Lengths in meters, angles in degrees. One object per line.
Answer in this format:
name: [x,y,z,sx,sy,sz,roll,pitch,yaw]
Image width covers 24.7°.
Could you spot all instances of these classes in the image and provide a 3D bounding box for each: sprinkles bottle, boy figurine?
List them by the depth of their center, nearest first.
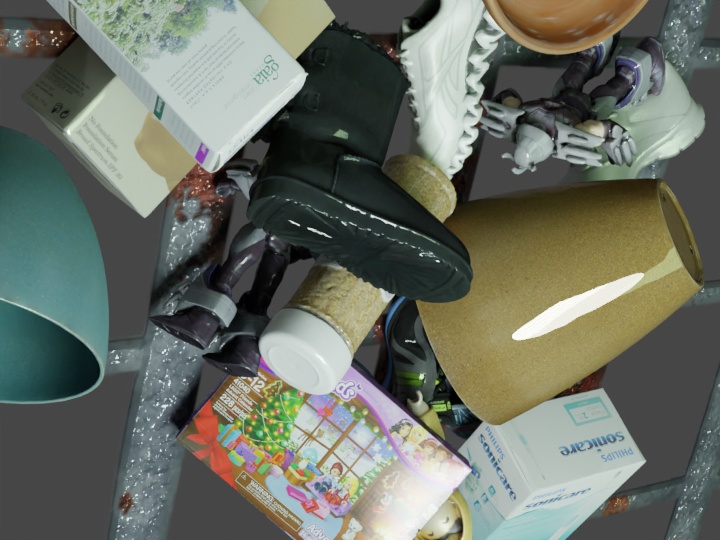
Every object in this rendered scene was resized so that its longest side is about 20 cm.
sprinkles bottle: [0.000,0.000,1.254,0.200,0.068,0.068,-55,141,-30]
boy figurine: [0.018,0.159,1.368,0.124,0.064,0.200,-37,94,4]

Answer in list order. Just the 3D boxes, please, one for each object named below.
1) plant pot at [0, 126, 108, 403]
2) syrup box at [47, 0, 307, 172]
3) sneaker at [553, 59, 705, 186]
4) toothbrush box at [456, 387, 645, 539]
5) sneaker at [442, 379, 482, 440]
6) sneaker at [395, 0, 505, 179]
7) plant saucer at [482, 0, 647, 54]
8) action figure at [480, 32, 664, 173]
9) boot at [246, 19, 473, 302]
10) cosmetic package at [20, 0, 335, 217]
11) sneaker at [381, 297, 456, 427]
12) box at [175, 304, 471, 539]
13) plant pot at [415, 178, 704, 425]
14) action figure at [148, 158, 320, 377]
plant pot: [-0.249,-0.015,1.046,0.200,0.199,0.136,35,54,-46]
syrup box: [-0.132,-0.163,1.035,0.079,0.081,0.200,-44,94,-11]
sneaker: [0.219,-0.111,1.463,0.200,0.074,0.087,-45,124,-20]
toothbrush box: [0.141,0.205,1.503,0.146,0.086,0.200,-9,149,-36]
sneaker: [0.134,0.064,1.475,0.095,0.079,0.201,26,96,-44]
sneaker: [0.060,-0.158,1.296,0.080,0.075,0.201,6,113,-22]
plant saucer: [0.158,-0.263,1.224,0.199,0.037,0.201,-18,123,-29]
action figure: [0.179,-0.134,1.348,0.200,0.130,0.070,-44,154,-37]
boot: [0.007,-0.082,1.209,0.197,0.073,0.163,24,57,-22]
cosmetic package: [-0.123,-0.148,1.134,0.200,0.071,0.105,-48,135,-7]
sneaker: [0.057,0.095,1.424,0.070,0.083,0.201,-4,116,-39]
box: [-0.029,0.144,1.314,0.200,0.039,0.137,40,93,-4]
plant pot: [0.168,0.004,1.331,0.199,0.187,0.186,-23,140,21]
action figure: [-0.072,-0.023,1.257,0.130,0.069,0.201,44,70,-39]
